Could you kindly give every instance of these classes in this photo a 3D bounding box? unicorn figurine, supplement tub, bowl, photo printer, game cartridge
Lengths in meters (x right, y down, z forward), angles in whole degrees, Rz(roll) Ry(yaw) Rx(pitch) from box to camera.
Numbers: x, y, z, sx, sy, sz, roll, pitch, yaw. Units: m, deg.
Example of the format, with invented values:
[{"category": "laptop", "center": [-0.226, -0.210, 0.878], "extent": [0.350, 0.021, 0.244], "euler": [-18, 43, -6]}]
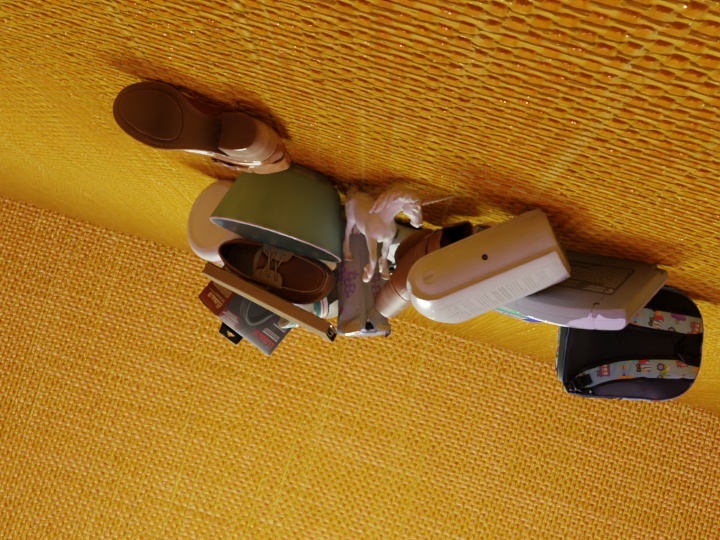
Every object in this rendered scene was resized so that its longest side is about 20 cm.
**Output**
[{"category": "unicorn figurine", "center": [0.024, -0.060, 1.325], "extent": [0.073, 0.139, 0.199], "euler": [-13, -151, -37]}, {"category": "supplement tub", "center": [-0.190, -0.063, 1.727], "extent": [0.139, 0.142, 0.199], "euler": [12, 172, 39]}, {"category": "bowl", "center": [-0.107, -0.091, 1.418], "extent": [0.198, 0.106, 0.201], "euler": [16, 173, 2]}, {"category": "photo printer", "center": [0.158, 0.003, 1.251], "extent": [0.198, 0.070, 0.166], "euler": [-23, 161, 14]}, {"category": "game cartridge", "center": [0.288, 0.024, 1.318], "extent": [0.198, 0.041, 0.133], "euler": [11, -146, 44]}]

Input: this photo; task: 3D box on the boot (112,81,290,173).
[{"category": "boot", "center": [-0.185, -0.160, 1.195], "extent": [0.198, 0.075, 0.155], "euler": [18, 179, 13]}]

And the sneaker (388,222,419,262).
[{"category": "sneaker", "center": [0.105, -0.018, 1.622], "extent": [0.081, 0.076, 0.199], "euler": [14, 173, 40]}]

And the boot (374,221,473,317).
[{"category": "boot", "center": [0.108, -0.028, 1.415], "extent": [0.073, 0.201, 0.155], "euler": [38, 131, -7]}]

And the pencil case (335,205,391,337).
[{"category": "pencil case", "center": [0.000, 0.000, 1.474], "extent": [0.082, 0.203, 0.091], "euler": [-4, 174, 5]}]

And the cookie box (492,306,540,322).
[{"category": "cookie box", "center": [0.254, 0.031, 1.653], "extent": [0.169, 0.076, 0.200], "euler": [18, 175, -12]}]

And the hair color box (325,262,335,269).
[{"category": "hair color box", "center": [-0.071, -0.029, 1.901], "extent": [0.060, 0.100, 0.199], "euler": [11, 172, 45]}]

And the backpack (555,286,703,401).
[{"category": "backpack", "center": [0.397, 0.101, 1.471], "extent": [0.197, 0.186, 0.135], "euler": [4, -179, 6]}]

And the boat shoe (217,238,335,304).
[{"category": "boat shoe", "center": [-0.129, -0.001, 1.454], "extent": [0.198, 0.077, 0.072], "euler": [12, 171, 32]}]

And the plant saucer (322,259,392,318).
[{"category": "plant saucer", "center": [-0.011, 0.014, 1.690], "extent": [0.035, 0.200, 0.200], "euler": [46, 166, -13]}]

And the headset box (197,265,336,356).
[{"category": "headset box", "center": [-0.160, 0.033, 1.650], "extent": [0.077, 0.201, 0.149], "euler": [36, 174, 46]}]

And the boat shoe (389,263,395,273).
[{"category": "boat shoe", "center": [0.085, -0.009, 1.826], "extent": [0.198, 0.063, 0.075], "euler": [12, 170, 36]}]

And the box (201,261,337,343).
[{"category": "box", "center": [-0.128, 0.049, 1.464], "extent": [0.198, 0.021, 0.164], "euler": [26, 173, 6]}]

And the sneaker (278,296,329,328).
[{"category": "sneaker", "center": [-0.114, 0.000, 1.557], "extent": [0.093, 0.202, 0.070], "euler": [-25, -153, -22]}]

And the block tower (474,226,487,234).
[{"category": "block tower", "center": [0.171, -0.024, 1.493], "extent": [0.057, 0.055, 0.200], "euler": [18, 174, -7]}]
